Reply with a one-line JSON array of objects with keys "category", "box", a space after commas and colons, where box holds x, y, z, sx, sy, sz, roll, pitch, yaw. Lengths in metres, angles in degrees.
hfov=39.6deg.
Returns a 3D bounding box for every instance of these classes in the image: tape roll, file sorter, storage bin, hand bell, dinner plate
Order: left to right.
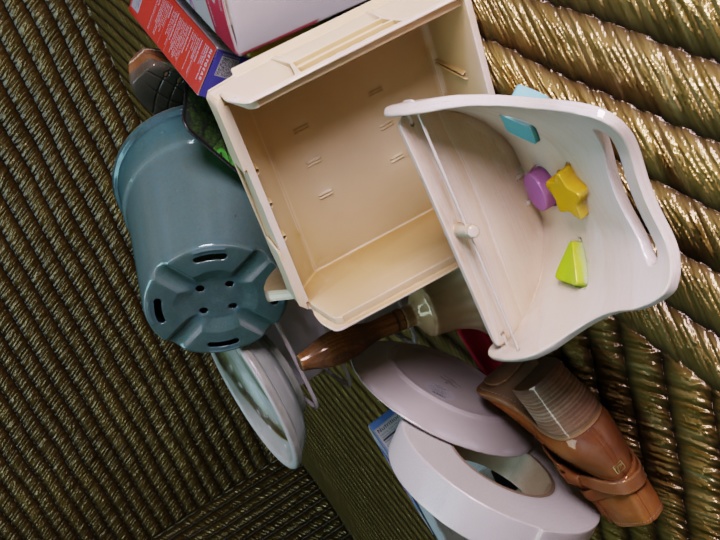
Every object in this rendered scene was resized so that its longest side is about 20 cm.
[{"category": "file sorter", "box": [-0.018, 0.045, 1.163, 0.124, 0.198, 0.141, 18, 137, 64]}, {"category": "storage bin", "box": [0.008, -0.089, 0.786, 0.094, 0.196, 0.203, 45, 160, 58]}, {"category": "hand bell", "box": [0.031, 0.050, 0.953, 0.105, 0.197, 0.105, 54, 158, 34]}, {"category": "dinner plate", "box": [0.083, 0.115, 0.974, 0.200, 0.197, 0.025, 45, 117, 50]}, {"category": "tape roll", "box": [0.121, 0.187, 0.905, 0.203, 0.200, 0.038, 44, 115, 51]}]

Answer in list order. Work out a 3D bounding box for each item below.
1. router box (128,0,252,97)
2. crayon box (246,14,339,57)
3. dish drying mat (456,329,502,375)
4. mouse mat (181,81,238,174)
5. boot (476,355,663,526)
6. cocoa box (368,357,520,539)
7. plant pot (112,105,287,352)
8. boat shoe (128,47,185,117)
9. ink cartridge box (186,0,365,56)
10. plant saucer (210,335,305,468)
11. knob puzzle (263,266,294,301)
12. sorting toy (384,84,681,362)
[{"category": "router box", "box": [-0.108, -0.218, 1.002, 0.180, 0.197, 0.049, 49, 119, 38]}, {"category": "crayon box", "box": [-0.078, -0.241, 0.955, 0.200, 0.125, 0.051, 50, 119, 40]}, {"category": "dish drying mat", "box": [0.142, 0.097, 1.052, 0.202, 0.018, 0.077, 59, 167, 15]}, {"category": "mouse mat", "box": [-0.122, -0.160, 1.044, 0.160, 0.007, 0.202, 40, -151, -33]}, {"category": "boot", "box": [0.187, 0.144, 0.895, 0.156, 0.076, 0.200, 51, 169, -4]}, {"category": "cocoa box", "box": [0.115, 0.225, 1.116, 0.131, 0.132, 0.201, 48, 170, 41]}, {"category": "plant pot", "box": [-0.159, -0.036, 1.051, 0.198, 0.196, 0.202, -107, 1, -46]}, {"category": "boat shoe", "box": [-0.175, -0.203, 1.095, 0.199, 0.075, 0.075, 16, -129, -55]}, {"category": "ink cartridge box", "box": [-0.092, -0.288, 0.863, 0.200, 0.146, 0.087, 49, 161, 38]}, {"category": "plant saucer", "box": [-0.110, 0.127, 1.139, 0.201, 0.050, 0.202, 49, 159, 26]}, {"category": "knob puzzle", "box": [0.000, 0.000, 0.933, 0.219, 0.216, 0.031, -156, 51, -68]}, {"category": "sorting toy", "box": [0.129, -0.044, 0.662, 0.179, 0.106, 0.203, 7, 124, 65]}]
